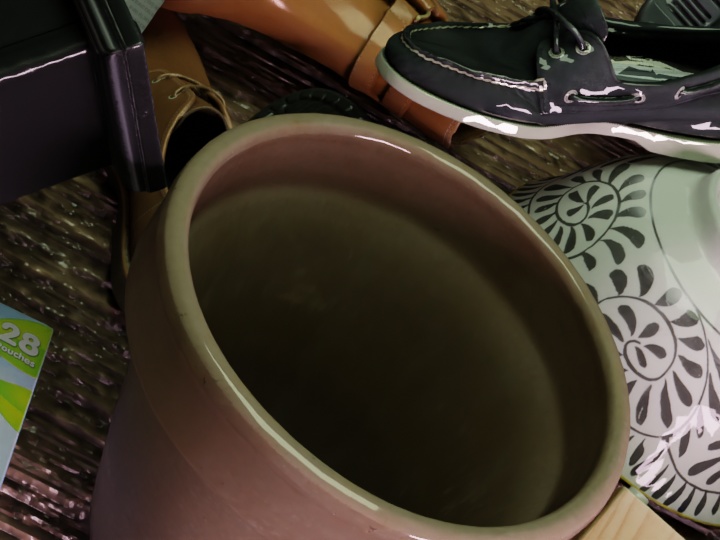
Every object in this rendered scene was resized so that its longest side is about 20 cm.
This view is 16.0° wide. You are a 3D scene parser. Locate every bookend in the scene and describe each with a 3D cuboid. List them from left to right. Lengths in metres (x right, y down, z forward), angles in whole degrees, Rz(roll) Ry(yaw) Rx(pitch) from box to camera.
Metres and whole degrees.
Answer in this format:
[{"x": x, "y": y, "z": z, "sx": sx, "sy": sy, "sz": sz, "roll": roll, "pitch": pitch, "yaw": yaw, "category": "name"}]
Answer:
[{"x": -0.199, "y": -0.099, "z": 0.942, "sx": 0.199, "sy": 0.092, "sz": 0.200, "roll": -20, "pitch": 60, "yaw": -9, "category": "bookend"}]

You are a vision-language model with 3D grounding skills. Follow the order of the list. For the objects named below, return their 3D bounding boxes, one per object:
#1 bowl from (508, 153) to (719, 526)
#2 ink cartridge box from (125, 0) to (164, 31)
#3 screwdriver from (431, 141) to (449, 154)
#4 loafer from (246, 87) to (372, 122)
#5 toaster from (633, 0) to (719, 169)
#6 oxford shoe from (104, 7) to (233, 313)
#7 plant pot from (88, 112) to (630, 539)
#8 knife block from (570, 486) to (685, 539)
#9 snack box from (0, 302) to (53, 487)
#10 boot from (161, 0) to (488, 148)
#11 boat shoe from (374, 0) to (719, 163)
[{"x": 0.167, "y": 0.012, "z": 1.224, "sx": 0.200, "sy": 0.094, "sz": 0.202, "roll": 31, "pitch": 37, "yaw": -26, "category": "bowl"}, {"x": -0.182, "y": -0.131, "z": 1.065, "sx": 0.196, "sy": 0.201, "sz": 0.043, "roll": 37, "pitch": 2, "yaw": 21, "category": "ink cartridge box"}, {"x": 0.043, "y": -0.053, "z": 1.276, "sx": 0.200, "sy": 0.028, "sz": 0.029, "roll": 53, "pitch": 15, "yaw": 19, "category": "screwdriver"}, {"x": 0.000, "y": 0.000, "z": 1.173, "sx": 0.073, "sy": 0.071, "sz": 0.201, "roll": -27, "pitch": 54, "yaw": -2, "category": "loafer"}, {"x": 0.229, "y": -0.077, "z": 1.331, "sx": 0.200, "sy": 0.114, "sz": 0.129, "roll": 49, "pitch": -2, "yaw": 14, "category": "toaster"}, {"x": -0.081, "y": -0.064, "z": 1.160, "sx": 0.071, "sy": 0.071, "sz": 0.201, "roll": 8, "pitch": 43, "yaw": -26, "category": "oxford shoe"}, {"x": -0.020, "y": 0.068, "z": 1.003, "sx": 0.199, "sy": 0.175, "sz": 0.201, "roll": 19, "pitch": 44, "yaw": -19, "category": "plant pot"}, {"x": 0.074, "y": 0.175, "z": 1.073, "sx": 0.064, "sy": 0.176, "sz": 0.200, "roll": 42, "pitch": -4, "yaw": 3, "category": "knife block"}, {"x": -0.231, "y": 0.052, "z": 0.948, "sx": 0.199, "sy": 0.068, "sz": 0.169, "roll": 28, "pitch": 40, "yaw": -13, "category": "snack box"}, {"x": -0.010, "y": -0.118, "z": 1.224, "sx": 0.155, "sy": 0.074, "sz": 0.200, "roll": 46, "pitch": 29, "yaw": 12, "category": "boot"}, {"x": 0.106, "y": -0.099, "z": 1.189, "sx": 0.198, "sy": 0.066, "sz": 0.075, "roll": 11, "pitch": 32, "yaw": -17, "category": "boat shoe"}]
